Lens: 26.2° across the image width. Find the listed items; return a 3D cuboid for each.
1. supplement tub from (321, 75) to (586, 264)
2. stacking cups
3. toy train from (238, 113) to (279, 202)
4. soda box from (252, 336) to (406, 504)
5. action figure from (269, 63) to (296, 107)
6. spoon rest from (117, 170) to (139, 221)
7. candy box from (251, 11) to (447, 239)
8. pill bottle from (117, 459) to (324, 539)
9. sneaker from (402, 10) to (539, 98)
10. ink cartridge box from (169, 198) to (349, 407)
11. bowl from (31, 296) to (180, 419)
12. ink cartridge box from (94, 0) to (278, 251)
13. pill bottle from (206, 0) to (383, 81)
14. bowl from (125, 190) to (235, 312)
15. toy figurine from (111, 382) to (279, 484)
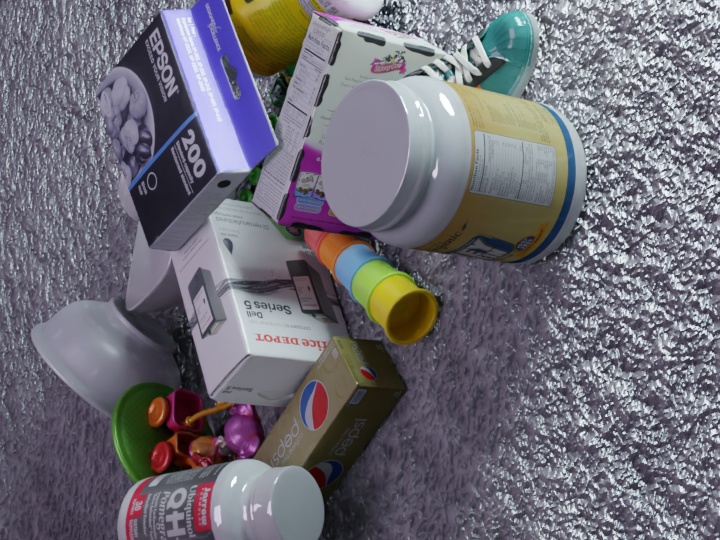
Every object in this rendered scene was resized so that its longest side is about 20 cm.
[{"bbox_3d":[0.080,-0.086,1.331,0.144,0.199,0.146,-12,74,52],"label":"supplement tub"},{"bbox_3d":[0.000,0.000,1.540,0.200,0.060,0.061,42,117,47],"label":"stacking cups"},{"bbox_3d":[-0.103,-0.080,1.712,0.056,0.041,0.202,37,114,39],"label":"toy train"},{"bbox_3d":[-0.038,0.161,1.562,0.201,0.064,0.068,-56,44,30],"label":"soda box"},{"bbox_3d":[-0.054,-0.264,1.668,0.118,0.054,0.201,48,125,42],"label":"action figure"},{"bbox_3d":[-0.241,-0.113,1.754,0.200,0.060,0.100,138,145,-79],"label":"spoon rest"},{"bbox_3d":[-0.011,-0.139,1.517,0.061,0.135,0.202,38,114,47],"label":"candy box"},{"bbox_3d":[-0.136,0.247,1.531,0.199,0.110,0.112,-15,71,35],"label":"pill bottle"},{"bbox_3d":[0.085,-0.166,1.436,0.200,0.079,0.072,-49,48,37],"label":"sneaker"},{"bbox_3d":[-0.102,0.033,1.601,0.084,0.145,0.201,-46,51,37],"label":"ink cartridge box"},{"bbox_3d":[-0.280,0.096,1.816,0.091,0.201,0.201,-50,44,7],"label":"bowl"},{"bbox_3d":[-0.181,-0.155,1.564,0.200,0.043,0.200,-41,62,39],"label":"ink cartridge box"},{"bbox_3d":[-0.080,-0.267,1.574,0.199,0.109,0.110,-25,64,33],"label":"pill bottle"},{"bbox_3d":[-0.199,-0.054,1.766,0.200,0.074,0.202,144,136,-63],"label":"bowl"},{"bbox_3d":[-0.154,0.173,1.660,0.184,0.149,0.202,-34,48,34],"label":"toy figurine"}]
